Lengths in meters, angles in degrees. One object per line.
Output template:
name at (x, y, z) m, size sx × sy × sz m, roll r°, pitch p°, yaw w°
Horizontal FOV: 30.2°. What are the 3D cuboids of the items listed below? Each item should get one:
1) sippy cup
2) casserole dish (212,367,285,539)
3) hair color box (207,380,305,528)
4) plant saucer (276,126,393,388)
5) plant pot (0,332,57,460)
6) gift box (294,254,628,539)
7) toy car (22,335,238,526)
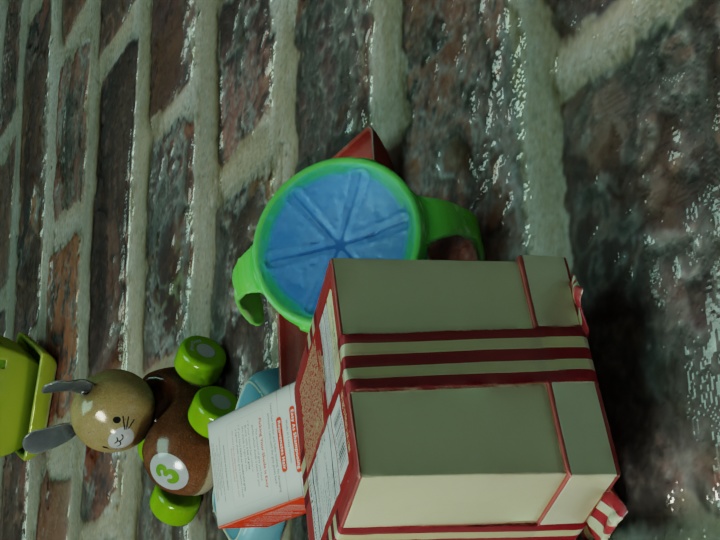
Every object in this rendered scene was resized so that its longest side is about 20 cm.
sippy cup at (0.000, 0.000, 1.039) m, size 0.177 × 0.130 × 0.141 m, roll 20°, pitch 77°, yaw 23°
casserole dish at (-0.102, 0.188, 1.311) m, size 0.121 × 0.038 × 0.202 m, roll 45°, pitch 123°, yaw 57°
hair color box at (-0.053, 0.156, 1.163) m, size 0.199 × 0.061 × 0.103 m, roll -28°, pitch 63°, yaw 46°
plant saucer at (-0.018, 0.002, 1.208) m, size 0.199 × 0.036 × 0.202 m, roll -36°, pitch 51°, yaw 54°
plant pot at (-0.581, 0.188, 2.064) m, size 0.200 × 0.180 × 0.201 m, roll 17°, pitch 98°, yaw 61°
gift box at (0.067, 0.099, 0.854) m, size 0.201 × 0.185 × 0.186 m, roll 113°, pitch 154°, yaw -55°
toy car at (-0.252, 0.165, 1.428) m, size 0.165 × 0.198 × 0.158 m, roll -63°, pitch 33°, yaw 31°
